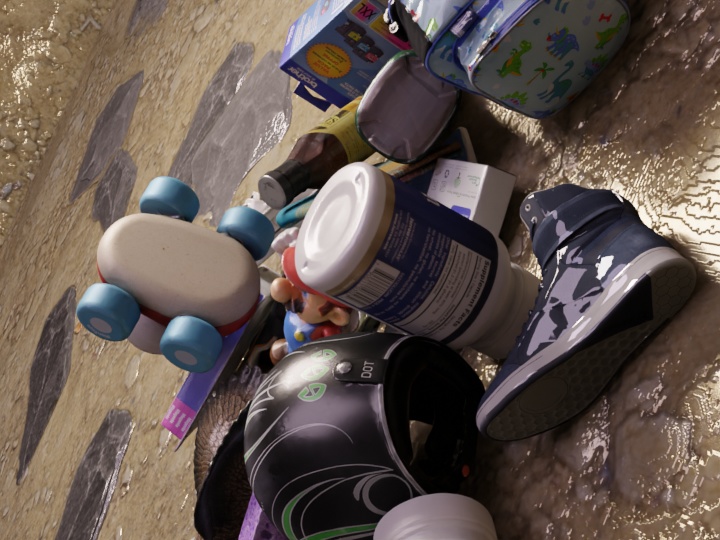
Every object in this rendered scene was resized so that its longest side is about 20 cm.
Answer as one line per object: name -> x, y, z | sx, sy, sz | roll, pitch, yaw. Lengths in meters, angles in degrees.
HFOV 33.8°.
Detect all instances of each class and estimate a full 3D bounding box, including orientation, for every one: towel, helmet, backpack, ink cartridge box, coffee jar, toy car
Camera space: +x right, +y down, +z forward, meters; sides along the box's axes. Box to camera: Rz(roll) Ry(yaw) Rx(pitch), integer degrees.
towel -> 0.004, -0.086, 1.222 | 0.146, 0.022, 0.200 | -28, 9, -22
helmet -> -0.003, 0.149, 0.988 | 0.190, 0.200, 0.201 | -23, 47, 36
backpack -> 0.154, -0.243, 1.051 | 0.200, 0.183, 0.147 | -51, 53, 21
ink cartridge box -> -0.162, 0.095, 1.378 | 0.197, 0.043, 0.200 | -60, -2, 8
ink cartridge box -> 0.079, -0.003, 1.110 | 0.099, 0.039, 0.201 | 23, 95, 63
coffee jar -> 0.050, -0.170, 1.199 | 0.104, 0.085, 0.200 | -54, 3, 10
toy car -> -0.200, 0.039, 1.296 | 0.200, 0.176, 0.185 | 106, -175, -56
ink cartridge box -> 0.000, -0.257, 1.373 | 0.200, 0.136, 0.077 | -32, 36, 47

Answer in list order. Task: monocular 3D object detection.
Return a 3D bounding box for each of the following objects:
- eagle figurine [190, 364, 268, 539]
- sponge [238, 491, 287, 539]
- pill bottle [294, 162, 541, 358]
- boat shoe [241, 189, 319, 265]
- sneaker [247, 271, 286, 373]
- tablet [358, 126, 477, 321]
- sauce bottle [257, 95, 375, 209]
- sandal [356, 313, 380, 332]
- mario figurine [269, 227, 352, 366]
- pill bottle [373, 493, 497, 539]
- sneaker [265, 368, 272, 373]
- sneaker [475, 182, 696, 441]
eagle figurine -> -0.118, 0.208, 1.159 | 0.151, 0.151, 0.201 | -6, 105, 37
sponge -> -0.054, 0.239, 1.077 | 0.030, 0.111, 0.201 | -11, 58, 55
pill bottle -> 0.054, 0.000, 0.988 | 0.111, 0.199, 0.111 | -40, 35, 37
boat shoe -> -0.110, -0.062, 1.406 | 0.200, 0.070, 0.071 | -44, 2, -1
sneaker -> -0.063, 0.052, 1.293 | 0.080, 0.078, 0.200 | -93, 27, -52
tablet -> 0.056, -0.045, 1.230 | 0.200, 0.014, 0.130 | -47, 32, 30
sauce bottle -> -0.034, -0.132, 1.303 | 0.200, 0.066, 0.066 | -39, 7, -41
sandal -> 0.000, 0.000, 1.194 | 0.202, 0.057, 0.080 | -89, 17, -45
mario figurine -> -0.060, 0.043, 1.107 | 0.106, 0.123, 0.201 | -38, -25, -39
pill bottle -> 0.067, 0.265, 0.835 | 0.116, 0.116, 0.201 | -48, 32, 29
sneaker -> -0.087, 0.150, 1.261 | 0.200, 0.070, 0.076 | -45, 36, 15
sneaker -> 0.147, 0.026, 0.921 | 0.202, 0.077, 0.146 | -46, 43, 15
